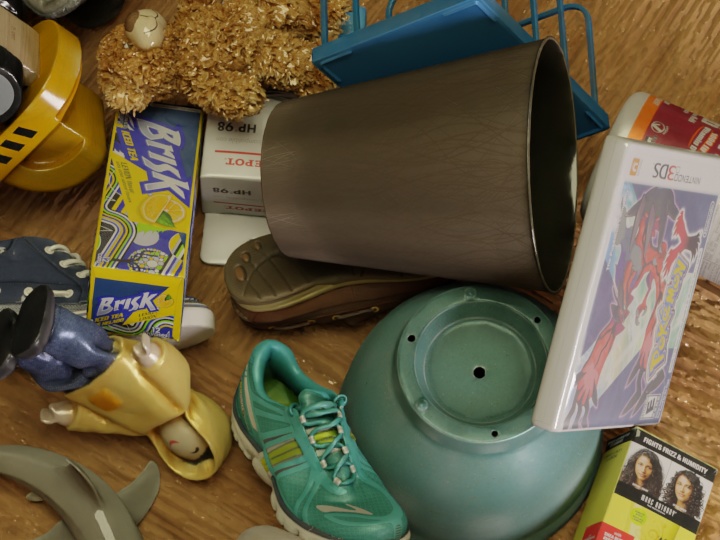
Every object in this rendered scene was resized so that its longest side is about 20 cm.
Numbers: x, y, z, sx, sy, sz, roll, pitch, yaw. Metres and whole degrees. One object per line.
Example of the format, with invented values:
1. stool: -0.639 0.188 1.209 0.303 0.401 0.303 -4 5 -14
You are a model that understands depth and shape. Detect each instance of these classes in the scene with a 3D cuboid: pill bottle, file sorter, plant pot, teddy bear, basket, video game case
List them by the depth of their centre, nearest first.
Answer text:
1. video game case: 0.189 0.012 1.610 0.023 0.182 0.201 18 98 29
2. basket: 0.041 -0.070 1.638 0.199 0.136 0.182 -1 76 19
3. plant pot: 0.082 0.090 1.655 0.199 0.134 0.202 1 66 -2
4. file sorter: 0.073 -0.177 1.723 0.138 0.200 0.123 -19 56 27
5. teddy bear: -0.099 -0.171 1.732 0.199 0.067 0.146 9 64 6
6. pill bottle: 0.273 -0.046 1.736 0.199 0.110 0.110 24 67 9

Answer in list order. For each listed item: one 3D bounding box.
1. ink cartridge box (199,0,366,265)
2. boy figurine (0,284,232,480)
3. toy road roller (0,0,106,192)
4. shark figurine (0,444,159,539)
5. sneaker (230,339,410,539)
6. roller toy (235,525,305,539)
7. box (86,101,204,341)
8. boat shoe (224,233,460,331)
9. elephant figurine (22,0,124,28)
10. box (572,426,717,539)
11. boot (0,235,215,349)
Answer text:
1. ink cartridge box: -0.059 -0.104 1.776 0.115 0.067 0.201 5 66 0
2. boy figurine: -0.174 0.087 1.650 0.124 0.200 0.065 -29 41 32
3. toy road roller: -0.279 -0.103 1.735 0.146 0.200 0.123 34 27 -30
4. shark figurine: -0.225 0.152 1.645 0.213 0.090 0.129 25 66 8
5. sneaker: -0.033 0.125 1.626 0.077 0.080 0.200 -11 40 -32
6. roller toy: -0.021 0.258 1.538 0.199 0.182 0.140 30 79 1
7. box: -0.156 -0.040 1.702 0.070 0.065 0.201 7 39 -5
8. boat shoe: 0.000 0.000 1.728 0.199 0.068 0.072 -12 55 -3
9. elephant figurine: -0.227 -0.247 1.795 0.199 0.156 0.142 15 43 15
10. box: 0.182 0.216 1.637 0.075 0.050 0.201 28 66 -9
11. boot: -0.209 0.016 1.712 0.199 0.073 0.091 -5 71 -3
